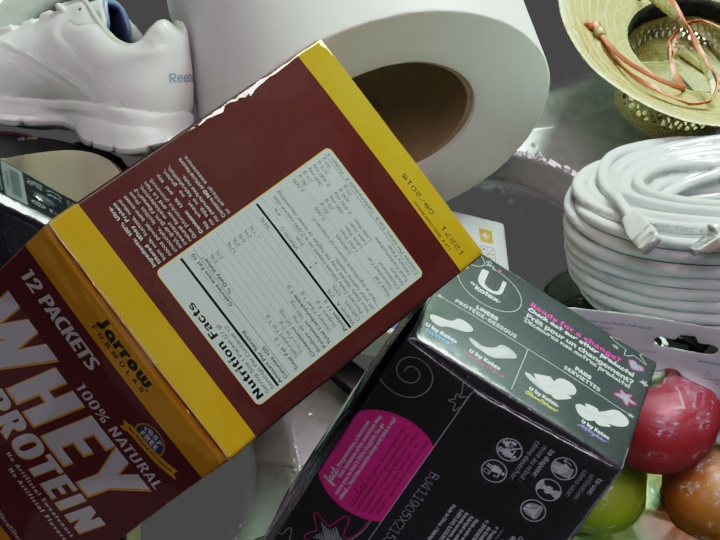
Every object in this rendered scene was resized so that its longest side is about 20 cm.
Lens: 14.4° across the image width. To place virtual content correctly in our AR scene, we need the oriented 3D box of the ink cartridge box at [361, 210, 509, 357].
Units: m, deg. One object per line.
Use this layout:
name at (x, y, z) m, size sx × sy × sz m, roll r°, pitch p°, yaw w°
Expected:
ink cartridge box at (0.000, 0.000, 1.646) m, size 0.199 × 0.037 × 0.095 m, roll 14°, pitch 55°, yaw -31°

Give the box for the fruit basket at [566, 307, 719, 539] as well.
fruit basket at (0.166, 0.096, 1.562) m, size 0.184 × 0.201 × 0.094 m, roll 7°, pitch 38°, yaw -1°

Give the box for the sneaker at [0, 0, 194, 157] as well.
sneaker at (-0.173, -0.122, 1.686) m, size 0.199 × 0.074 × 0.088 m, roll 12°, pitch 100°, yaw 29°

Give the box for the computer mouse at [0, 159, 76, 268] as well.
computer mouse at (-0.170, -0.008, 1.559) m, size 0.199 × 0.139 × 0.053 m, roll 30°, pitch 101°, yaw -12°

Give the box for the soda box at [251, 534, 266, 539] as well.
soda box at (-0.093, 0.202, 1.491) m, size 0.071 × 0.064 × 0.200 m, roll 37°, pitch 29°, yaw 26°

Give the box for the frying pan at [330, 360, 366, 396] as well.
frying pan at (-0.048, 0.015, 1.681) m, size 0.189 × 0.031 × 0.115 m, roll 22°, pitch 58°, yaw -4°

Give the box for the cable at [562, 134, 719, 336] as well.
cable at (0.212, -0.025, 1.587) m, size 0.199 × 0.070 × 0.200 m, roll -9°, pitch 18°, yaw -17°

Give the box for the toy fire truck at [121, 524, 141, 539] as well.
toy fire truck at (-0.223, 0.101, 1.542) m, size 0.199 × 0.177 × 0.129 m, roll -6°, pitch 48°, yaw 6°

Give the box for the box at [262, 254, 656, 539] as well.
box at (0.045, 0.110, 1.479) m, size 0.132 × 0.200 × 0.115 m, roll 31°, pitch 32°, yaw -2°

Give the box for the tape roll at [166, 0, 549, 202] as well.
tape roll at (-0.003, -0.139, 1.670) m, size 0.201 × 0.203 × 0.140 m, roll -10°, pitch 57°, yaw -11°

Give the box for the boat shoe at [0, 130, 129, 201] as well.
boat shoe at (-0.228, -0.047, 1.684) m, size 0.200 × 0.063 × 0.074 m, roll 5°, pitch 90°, yaw 9°

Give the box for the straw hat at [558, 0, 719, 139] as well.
straw hat at (0.200, -0.125, 1.752) m, size 0.200 × 0.085 × 0.202 m, roll 9°, pitch 44°, yaw -8°

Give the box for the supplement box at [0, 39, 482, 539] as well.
supplement box at (-0.089, 0.025, 1.377) m, size 0.133 × 0.197 × 0.200 m, roll 52°, pitch 49°, yaw 0°

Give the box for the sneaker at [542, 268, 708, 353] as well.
sneaker at (0.181, 0.044, 1.675) m, size 0.199 × 0.060 × 0.105 m, roll -9°, pitch 60°, yaw -5°
